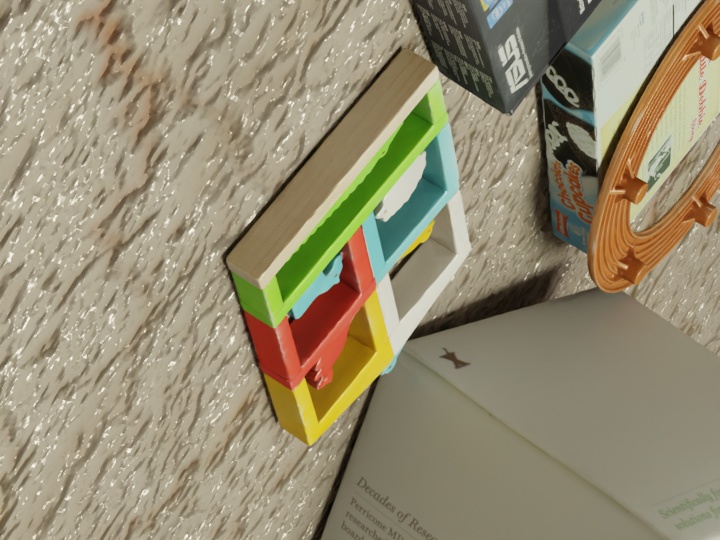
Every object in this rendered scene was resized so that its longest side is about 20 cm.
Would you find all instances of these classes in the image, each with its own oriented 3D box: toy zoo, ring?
[{"bbox_3d":[0.000,0.000,1.332,0.131,0.020,0.200,-50,156,-19],"label":"toy zoo"},{"bbox_3d":[0.181,-0.074,1.522,0.200,0.019,0.201,-49,158,-28],"label":"ring"}]

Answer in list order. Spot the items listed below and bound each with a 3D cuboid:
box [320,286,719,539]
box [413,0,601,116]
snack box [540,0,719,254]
[{"bbox_3d":[0.118,0.137,1.501,0.199,0.200,0.172,-14,130,-49],"label":"box"},{"bbox_3d":[0.080,-0.177,1.230,0.161,0.049,0.200,-50,157,-11],"label":"box"},{"bbox_3d":[0.140,-0.101,1.472,0.116,0.037,0.200,-50,157,-20],"label":"snack box"}]
